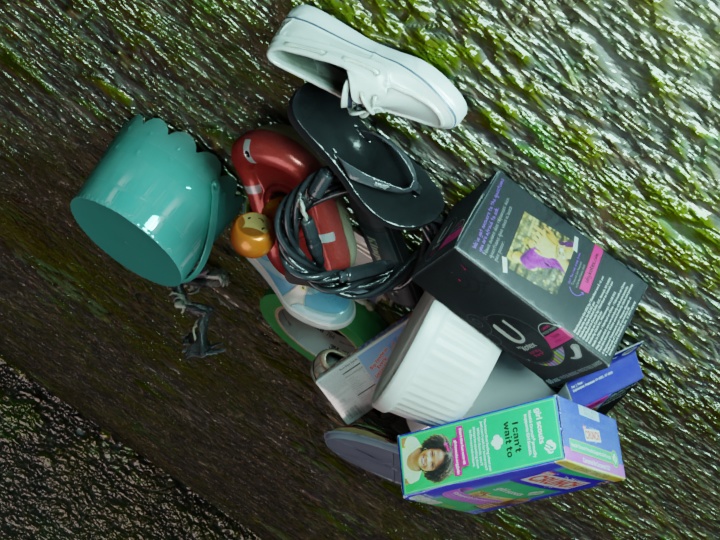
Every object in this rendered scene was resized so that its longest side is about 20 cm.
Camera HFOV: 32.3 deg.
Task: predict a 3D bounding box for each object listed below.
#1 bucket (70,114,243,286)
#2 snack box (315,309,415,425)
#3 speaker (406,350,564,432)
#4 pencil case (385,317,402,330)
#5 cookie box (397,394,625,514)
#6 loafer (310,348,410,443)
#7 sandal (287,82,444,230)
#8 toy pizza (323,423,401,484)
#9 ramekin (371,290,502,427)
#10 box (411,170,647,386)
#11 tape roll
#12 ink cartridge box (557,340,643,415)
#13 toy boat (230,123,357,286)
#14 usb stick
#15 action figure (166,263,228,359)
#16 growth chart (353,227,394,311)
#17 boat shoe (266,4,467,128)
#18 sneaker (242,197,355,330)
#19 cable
[{"bbox_3d":[-0.266,-0.085,1.611,0.205,0.136,0.208,29,158,13],"label":"bucket"},{"bbox_3d":[0.042,0.111,1.549,0.072,0.199,0.024,53,-164,-9],"label":"snack box"},{"bbox_3d":[0.149,0.148,1.496,0.199,0.082,0.081,-30,119,32],"label":"speaker"},{"bbox_3d":[0.115,0.129,1.607,0.198,0.089,0.089,22,155,26],"label":"pencil case"},{"bbox_3d":[0.168,0.207,1.373,0.198,0.076,0.171,-20,155,28],"label":"cookie box"},{"bbox_3d":[0.025,0.165,1.604,0.198,0.072,0.063,30,160,1],"label":"loafer"},{"bbox_3d":[0.007,-0.114,1.279,0.200,0.077,0.043,40,157,-14],"label":"sandal"},{"bbox_3d":[0.047,0.241,1.609,0.198,0.032,0.201,20,162,7],"label":"toy pizza"},{"bbox_3d":[0.098,0.085,1.397,0.093,0.204,0.203,29,157,-1],"label":"ramekin"},{"bbox_3d":[0.172,0.013,1.277,0.199,0.107,0.122,36,155,-7],"label":"box"},{"bbox_3d":[-0.047,0.078,1.759,0.199,0.048,0.201,28,156,13],"label":"tape roll"},{"bbox_3d":[0.264,0.145,1.432,0.037,0.094,0.201,61,163,20],"label":"ink cartridge box"},{"bbox_3d":[-0.095,-0.061,1.406,0.129,0.130,0.202,7,123,43],"label":"toy boat"},{"bbox_3d":[0.029,-0.031,1.449,0.055,0.033,0.201,16,146,33],"label":"usb stick"},{"bbox_3d":[-0.240,0.021,1.831,0.119,0.101,0.203,-117,14,-83],"label":"action figure"},{"bbox_3d":[0.000,0.000,1.585,0.144,0.018,0.200,35,157,-5],"label":"growth chart"},{"bbox_3d":[0.003,-0.176,1.176,0.198,0.066,0.074,28,156,13],"label":"boat shoe"},{"bbox_3d":[-0.082,-0.017,1.544,0.200,0.079,0.131,41,158,14],"label":"sneaker"},{"bbox_3d":[0.006,-0.035,1.362,0.199,0.164,0.051,30,-161,-28],"label":"cable"}]
